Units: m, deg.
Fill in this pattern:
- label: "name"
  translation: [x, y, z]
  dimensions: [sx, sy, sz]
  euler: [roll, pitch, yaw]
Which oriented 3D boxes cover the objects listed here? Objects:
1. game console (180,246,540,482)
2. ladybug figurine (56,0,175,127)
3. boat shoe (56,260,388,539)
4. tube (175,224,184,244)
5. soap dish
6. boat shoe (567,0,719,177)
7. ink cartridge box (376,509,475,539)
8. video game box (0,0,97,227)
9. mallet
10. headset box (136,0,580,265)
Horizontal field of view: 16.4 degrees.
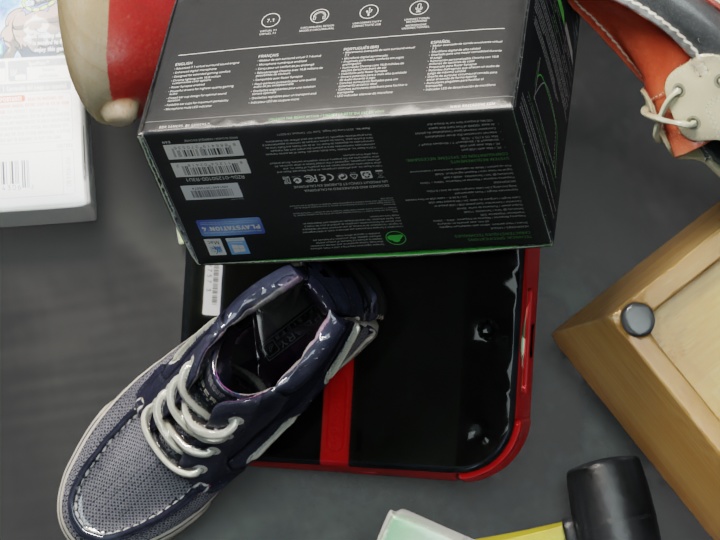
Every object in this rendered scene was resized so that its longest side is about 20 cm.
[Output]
- label: "game console"
  translation: [0.000, 0.000, 1.234]
  dimensions: [0.175, 0.031, 0.202]
  euler: [4, 91, 12]
- label: "ladybug figurine"
  translation: [-0.106, -0.165, 1.235]
  dimensions: [0.071, 0.136, 0.202]
  euler: [-2, 73, 6]
- label: "boat shoe"
  translation: [-0.078, 0.065, 1.187]
  dimensions: [0.200, 0.093, 0.075]
  euler: [-45, 82, 8]
- label: "tube"
  translation: [-0.004, -0.073, 1.266]
  dimensions: [0.199, 0.052, 0.058]
  euler: [-13, 44, 1]
- label: "soap dish"
  translation: [0.219, 0.029, 1.224]
  dimensions: [0.200, 0.081, 0.158]
  euler: [-37, 80, -8]
- label: "boat shoe"
  translation: [0.168, -0.073, 1.156]
  dimensions: [0.200, 0.071, 0.063]
  euler: [39, 78, -11]
- label: "ink cartridge box"
  translation: [0.075, 0.224, 1.185]
  dimensions: [0.199, 0.050, 0.162]
  euler: [23, 93, 7]
- label: "video game box"
  translation: [-0.237, -0.110, 1.273]
  dimensions: [0.198, 0.047, 0.184]
  euler: [-3, 80, 0]
- label: "mallet"
  translation: [0.048, 0.130, 1.229]
  dimensions: [0.198, 0.041, 0.066]
  euler: [-4, 79, 3]
- label: "headset box"
  translation: [0.008, -0.111, 1.158]
  dimensions: [0.173, 0.093, 0.201]
  euler: [-3, 49, 15]
